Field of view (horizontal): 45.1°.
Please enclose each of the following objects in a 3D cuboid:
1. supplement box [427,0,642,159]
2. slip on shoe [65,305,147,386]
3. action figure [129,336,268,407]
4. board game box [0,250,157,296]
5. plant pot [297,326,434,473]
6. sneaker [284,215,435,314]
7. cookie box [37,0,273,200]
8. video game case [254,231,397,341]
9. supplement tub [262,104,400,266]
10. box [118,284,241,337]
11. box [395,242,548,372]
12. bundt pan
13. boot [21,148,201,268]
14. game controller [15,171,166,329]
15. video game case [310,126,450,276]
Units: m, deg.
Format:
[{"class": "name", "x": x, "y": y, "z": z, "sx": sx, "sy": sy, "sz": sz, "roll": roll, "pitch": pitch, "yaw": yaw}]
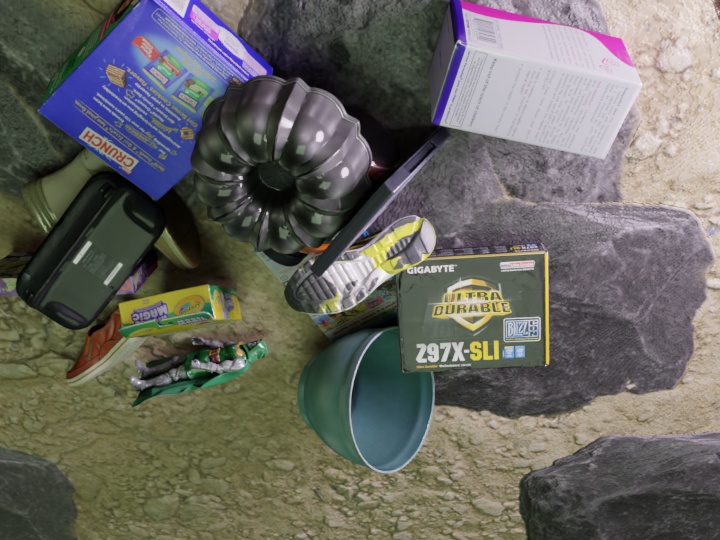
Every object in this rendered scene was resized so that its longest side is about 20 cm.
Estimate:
[{"class": "supplement box", "x": 0.181, "y": -0.205, "z": 0.929, "sx": 0.199, "sy": 0.101, "sz": 0.104, "roll": 10, "pitch": 132, "yaw": -7}, {"class": "slip on shoe", "x": -0.370, "y": 0.108, "z": 1.254, "sx": 0.200, "sy": 0.074, "sz": 0.061, "roll": -38, "pitch": 87, "yaw": 36}, {"class": "action figure", "x": -0.230, "y": 0.134, "z": 1.255, "sx": 0.199, "sy": 0.118, "sz": 0.055, "roll": -14, "pitch": 119, "yaw": 2}, {"class": "board game box", "x": -0.374, "y": 0.002, "z": 1.115, "sx": 0.199, "sy": 0.120, "sz": 0.032, "roll": 0, "pitch": 103, "yaw": 2}, {"class": "plant pot", "x": -0.004, "y": 0.177, "z": 1.232, "sx": 0.134, "sy": 0.201, "sz": 0.201, "roll": 1, "pitch": 138, "yaw": 38}, {"class": "sneaker", "x": 0.000, "y": 0.000, "z": 1.076, "sx": 0.199, "sy": 0.085, "sz": 0.075, "roll": -24, "pitch": 89, "yaw": -7}, {"class": "cookie box", "x": -0.226, "y": -0.201, "z": 0.959, "sx": 0.200, "sy": 0.075, "sz": 0.171, "roll": -35, "pitch": 123, "yaw": 27}, {"class": "video game case", "x": -0.030, "y": 0.008, "z": 1.181, "sx": 0.143, "sy": 0.018, "sz": 0.200, "roll": -23, "pitch": 127, "yaw": 20}, {"class": "supplement tub", "x": -0.048, "y": -0.093, "z": 1.031, "sx": 0.107, "sy": 0.107, "sz": 0.200, "roll": 27, "pitch": 127, "yaw": -21}, {"class": "box", "x": -0.230, "y": 0.053, "z": 1.112, "sx": 0.117, "sy": 0.200, "sz": 0.049, "roll": -12, "pitch": 88, "yaw": 1}, {"class": "box", "x": 0.148, "y": 0.051, "z": 1.154, "sx": 0.199, "sy": 0.049, "sz": 0.160, "roll": -3, "pitch": 108, "yaw": 4}, {"class": "bundt pan", "x": -0.090, "y": -0.100, "z": 0.923, "sx": 0.201, "sy": 0.076, "sz": 0.203, "roll": 5, "pitch": 126, "yaw": 7}, {"class": "boot", "x": -0.309, "y": -0.060, "z": 1.088, "sx": 0.154, "sy": 0.072, "sz": 0.200, "roll": -25, "pitch": 120, "yaw": 20}, {"class": "game controller", "x": -0.321, "y": -0.019, "z": 1.031, "sx": 0.104, "sy": 0.042, "sz": 0.200, "roll": 35, "pitch": 106, "yaw": -24}, {"class": "video game case", "x": 0.026, "y": -0.082, "z": 0.985, "sx": 0.019, "sy": 0.200, "sz": 0.143, "roll": 42, "pitch": 124, "yaw": -1}]
